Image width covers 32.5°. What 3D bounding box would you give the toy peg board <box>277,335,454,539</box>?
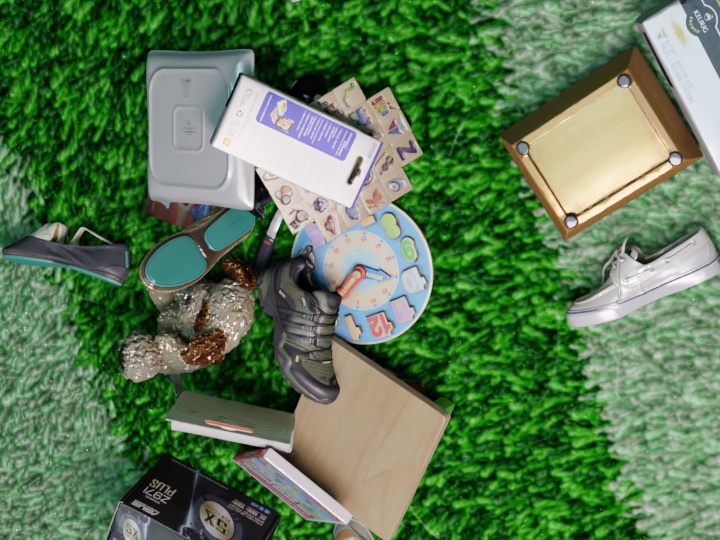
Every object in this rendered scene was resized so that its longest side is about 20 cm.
[{"bbox_3d":[0.017,0.217,1.675,0.198,0.097,0.202,32,111,21],"label":"toy peg board"}]

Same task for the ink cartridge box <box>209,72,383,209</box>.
[{"bbox_3d":[-0.079,-0.159,1.529,0.198,0.037,0.096,24,100,-15],"label":"ink cartridge box"}]

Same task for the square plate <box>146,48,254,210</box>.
[{"bbox_3d":[-0.215,-0.184,1.595,0.198,0.028,0.201,7,101,38],"label":"square plate"}]

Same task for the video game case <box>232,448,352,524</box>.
[{"bbox_3d":[-0.095,0.291,1.666,0.143,0.200,0.018,40,71,-8],"label":"video game case"}]

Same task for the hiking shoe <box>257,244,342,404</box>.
[{"bbox_3d":[-0.065,0.072,1.602,0.100,0.075,0.202,-32,74,34],"label":"hiking shoe"}]

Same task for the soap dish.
[{"bbox_3d":[0.288,-0.148,1.491,0.199,0.081,0.158,-32,95,20],"label":"soap dish"}]

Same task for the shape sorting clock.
[{"bbox_3d":[0.000,0.000,1.634,0.197,0.039,0.203,4,106,14],"label":"shape sorting clock"}]

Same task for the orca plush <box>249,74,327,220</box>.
[{"bbox_3d":[-0.114,-0.165,1.585,0.200,0.071,0.106,-47,67,18],"label":"orca plush"}]

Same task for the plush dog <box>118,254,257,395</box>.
[{"bbox_3d":[-0.207,0.072,1.644,0.160,0.202,0.171,36,145,-28],"label":"plush dog"}]

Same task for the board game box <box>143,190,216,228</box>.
[{"bbox_3d":[-0.225,-0.155,1.662,0.102,0.019,0.203,19,109,11],"label":"board game box"}]

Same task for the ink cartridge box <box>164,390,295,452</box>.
[{"bbox_3d":[-0.164,0.206,1.577,0.160,0.200,0.051,12,96,-2],"label":"ink cartridge box"}]

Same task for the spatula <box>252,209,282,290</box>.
[{"bbox_3d":[-0.114,-0.060,1.657,0.056,0.021,0.202,28,112,13],"label":"spatula"}]

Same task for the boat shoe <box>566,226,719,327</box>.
[{"bbox_3d":[0.338,-0.002,1.523,0.200,0.075,0.087,-24,99,18],"label":"boat shoe"}]

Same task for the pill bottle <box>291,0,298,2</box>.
[{"bbox_3d":[-0.075,-0.438,1.491,0.112,0.113,0.203,-18,99,19],"label":"pill bottle"}]

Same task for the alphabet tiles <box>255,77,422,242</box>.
[{"bbox_3d":[-0.026,-0.139,1.569,0.198,0.006,0.168,-31,112,-1],"label":"alphabet tiles"}]

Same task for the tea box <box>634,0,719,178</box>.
[{"bbox_3d":[0.441,-0.243,1.386,0.195,0.134,0.202,-28,97,14],"label":"tea box"}]

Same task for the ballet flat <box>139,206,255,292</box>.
[{"bbox_3d":[-0.219,-0.026,1.614,0.065,0.199,0.071,-17,103,50],"label":"ballet flat"}]

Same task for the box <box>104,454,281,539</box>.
[{"bbox_3d":[-0.234,0.367,1.734,0.198,0.164,0.087,27,111,7],"label":"box"}]

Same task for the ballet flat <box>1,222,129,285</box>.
[{"bbox_3d":[-0.408,-0.029,1.728,0.197,0.073,0.074,11,108,18],"label":"ballet flat"}]

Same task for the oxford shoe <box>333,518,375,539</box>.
[{"bbox_3d":[0.021,0.443,1.744,0.075,0.058,0.201,-30,98,18],"label":"oxford shoe"}]
